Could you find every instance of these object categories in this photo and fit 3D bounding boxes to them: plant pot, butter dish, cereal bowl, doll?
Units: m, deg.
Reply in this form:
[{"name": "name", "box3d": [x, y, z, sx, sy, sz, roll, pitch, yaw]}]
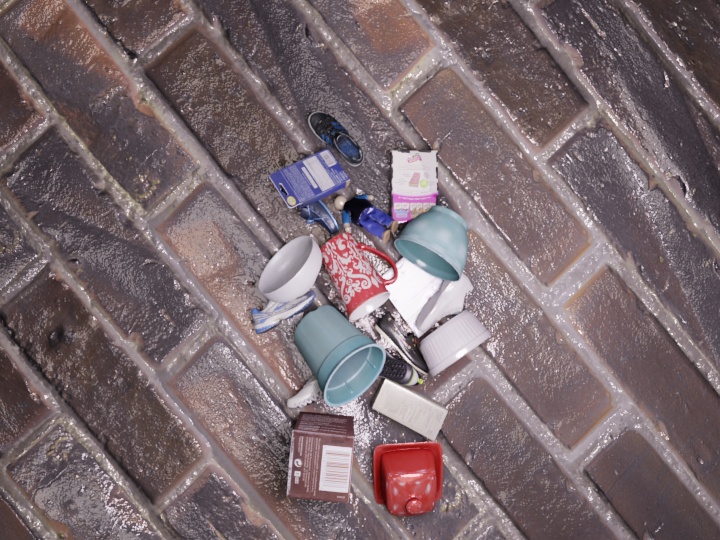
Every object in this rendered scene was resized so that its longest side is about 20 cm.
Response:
[{"name": "plant pot", "box3d": [-0.067, 0.210, 1.378, 0.200, 0.201, 0.196, -45, 56, -2]}, {"name": "butter dish", "box3d": [0.134, 0.581, 1.402, 0.193, 0.148, 0.206, -2, 110, -1]}, {"name": "cereal bowl", "box3d": [-0.178, 0.008, 1.411, 0.200, 0.200, 0.083, -45, 121, -2]}, {"name": "plant pot", "box3d": [0.205, -0.082, 1.380, 0.197, 0.200, 0.136, 32, 78, -1]}, {"name": "doll", "box3d": [0.004, -0.151, 1.446, 0.198, 0.049, 0.137, 33, 68, 22]}]

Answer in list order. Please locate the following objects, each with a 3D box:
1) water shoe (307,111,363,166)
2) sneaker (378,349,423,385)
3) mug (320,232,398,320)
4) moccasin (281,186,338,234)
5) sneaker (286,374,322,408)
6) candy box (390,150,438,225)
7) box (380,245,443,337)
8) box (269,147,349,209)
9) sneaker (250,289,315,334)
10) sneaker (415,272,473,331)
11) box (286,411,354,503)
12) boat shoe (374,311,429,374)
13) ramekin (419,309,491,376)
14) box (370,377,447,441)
[{"name": "water shoe", "box3d": [-0.065, -0.379, 1.465, 0.199, 0.079, 0.072, 41, 88, -1]}, {"name": "sneaker", "box3d": [0.092, 0.270, 1.424, 0.082, 0.198, 0.073, 28, 87, -37]}, {"name": "mug", "box3d": [-0.007, 0.007, 1.434, 0.175, 0.134, 0.203, -18, 69, -39]}, {"name": "moccasin", "box3d": [-0.144, -0.169, 1.465, 0.068, 0.081, 0.200, -41, 77, -16]}, {"name": "sneaker", "box3d": [-0.120, 0.318, 1.459, 0.196, 0.075, 0.083, -26, 81, -9]}, {"name": "candy box", "box3d": [0.150, -0.230, 1.478, 0.132, 0.061, 0.207, 0, 90, -2]}, {"name": "box", "box3d": [0.160, 0.060, 1.483, 0.155, 0.041, 0.202, -38, 91, -3]}, {"name": "box", "box3d": [-0.141, -0.248, 1.437, 0.197, 0.033, 0.123, -28, 73, -24]}, {"name": "sneaker", "box3d": [-0.218, 0.096, 1.454, 0.196, 0.077, 0.087, -28, 86, -3]}, {"name": "sneaker", "box3d": [0.236, 0.099, 1.435, 0.088, 0.075, 0.201, 41, 85, -13]}, {"name": "box", "box3d": [-0.100, 0.486, 1.386, 0.159, 0.200, 0.172, 5, 88, -2]}, {"name": "boat shoe", "box3d": [0.128, 0.204, 1.462, 0.063, 0.074, 0.201, -44, 86, 6]}, {"name": "ramekin", "box3d": [0.248, 0.190, 1.413, 0.200, 0.203, 0.095, -34, 77, -2]}, {"name": "box", "box3d": [0.134, 0.378, 1.457, 0.196, 0.078, 0.097, 29, 88, -1]}]
